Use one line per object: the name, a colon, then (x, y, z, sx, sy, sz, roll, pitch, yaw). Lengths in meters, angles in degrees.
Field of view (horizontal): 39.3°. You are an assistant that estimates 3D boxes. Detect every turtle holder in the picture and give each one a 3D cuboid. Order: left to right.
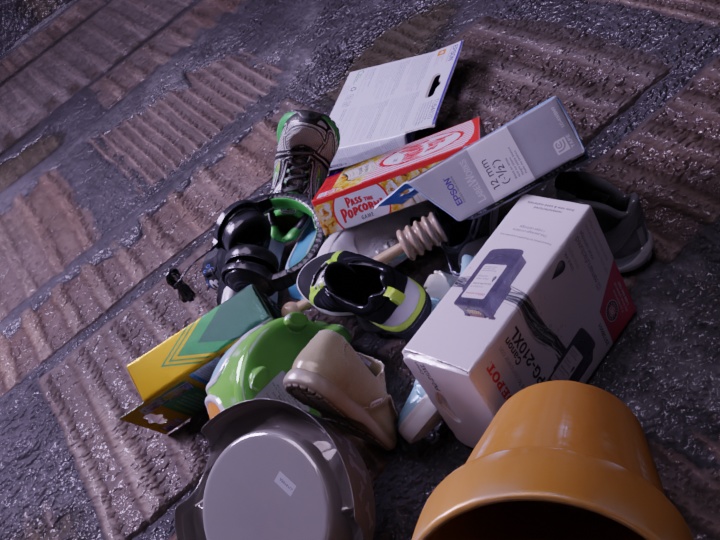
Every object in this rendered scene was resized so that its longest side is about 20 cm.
turtle holder: (-0.086, 0.111, 1.051, 0.131, 0.141, 0.186, -23, 45, 45)

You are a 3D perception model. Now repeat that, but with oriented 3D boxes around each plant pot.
plant pot: (0.146, 0.184, 0.744, 0.199, 0.201, 0.183, -17, 22, 24)

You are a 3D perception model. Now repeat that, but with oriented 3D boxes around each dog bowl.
dog bowl: (-0.074, 0.216, 0.905, 0.199, 0.059, 0.201, -4, 82, 30)

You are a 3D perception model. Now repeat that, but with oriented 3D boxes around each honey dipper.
honey dipper: (0.000, 0.000, 1.091, 0.199, 0.038, 0.038, -29, 35, 6)

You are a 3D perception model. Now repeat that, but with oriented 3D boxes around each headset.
headset: (-0.132, -0.015, 1.187, 0.199, 0.094, 0.124, -18, 55, 2)

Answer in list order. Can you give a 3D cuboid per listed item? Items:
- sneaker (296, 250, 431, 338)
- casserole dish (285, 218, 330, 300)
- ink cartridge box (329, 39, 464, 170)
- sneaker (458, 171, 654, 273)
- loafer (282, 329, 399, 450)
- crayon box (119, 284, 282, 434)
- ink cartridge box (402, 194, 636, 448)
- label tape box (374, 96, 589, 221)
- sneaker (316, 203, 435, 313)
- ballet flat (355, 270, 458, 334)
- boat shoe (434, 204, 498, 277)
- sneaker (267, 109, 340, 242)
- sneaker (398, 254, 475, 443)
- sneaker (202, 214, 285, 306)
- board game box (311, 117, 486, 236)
sneaker: (-0.010, 0.007, 1.003, 0.200, 0.083, 0.072, 14, 73, 50)
casserole dish: (-0.029, -0.042, 1.273, 0.121, 0.039, 0.200, -6, 45, 37)
ink cartridge box: (0.048, -0.233, 1.433, 0.199, 0.041, 0.200, -9, 42, 32)
sneaker: (0.187, -0.051, 1.009, 0.199, 0.116, 0.075, -7, 45, 17)
loafer: (-0.004, 0.113, 0.932, 0.075, 0.200, 0.069, 19, 75, 24)
crayon box: (-0.173, 0.103, 1.137, 0.200, 0.126, 0.052, -34, 69, 2)
ink cartridge box: (0.149, 0.054, 0.916, 0.084, 0.145, 0.200, 16, 58, 47)
label tape box: (0.124, -0.092, 1.003, 0.200, 0.066, 0.143, -31, -3, 14)
sneaker: (0.022, -0.023, 1.166, 0.088, 0.075, 0.200, 7, 42, 35)
ballet flat: (0.068, 0.037, 1.070, 0.199, 0.068, 0.068, -4, 45, 36)
boat shoe: (0.115, -0.072, 1.161, 0.071, 0.068, 0.200, -18, 38, 22)
sneaker: (-0.072, -0.113, 1.236, 0.078, 0.200, 0.085, 10, 48, -2)
sneaker: (0.079, 0.072, 0.985, 0.082, 0.074, 0.200, 30, 70, 16)
sneaker: (-0.162, 0.023, 1.290, 0.112, 0.073, 0.201, -25, 36, 36)
board game box: (0.053, -0.110, 1.166, 0.199, 0.046, 0.152, -19, 15, 11)
